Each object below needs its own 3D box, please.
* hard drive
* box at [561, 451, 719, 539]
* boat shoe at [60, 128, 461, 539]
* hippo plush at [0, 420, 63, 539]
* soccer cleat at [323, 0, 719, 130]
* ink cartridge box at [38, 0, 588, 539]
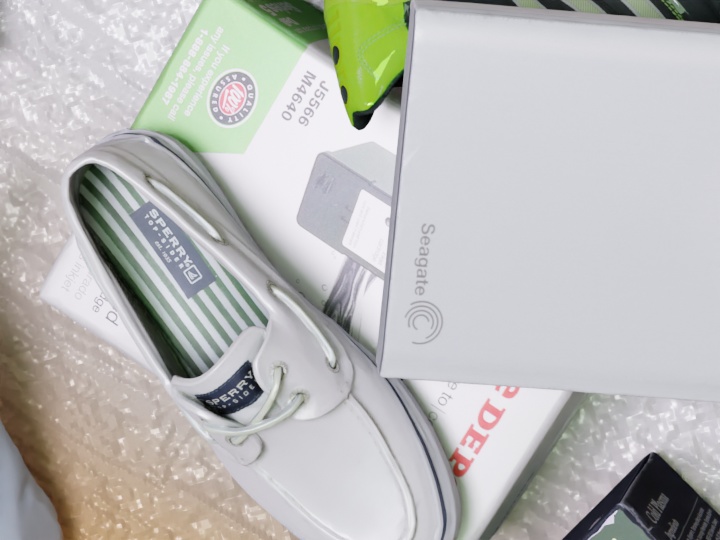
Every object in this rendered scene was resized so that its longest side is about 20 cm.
[{"bbox_3d":[0.111,-0.020,0.748,0.199,0.027,0.133,4,107,-3],"label":"hard drive"},{"bbox_3d":[0.104,0.208,0.829,0.182,0.104,0.200,45,104,5],"label":"box"},{"bbox_3d":[-0.044,0.037,0.779,0.074,0.067,0.200,-43,86,16],"label":"boat shoe"},{"bbox_3d":[-0.234,0.084,0.873,0.160,0.159,0.201,0,115,26],"label":"hippo plush"},{"bbox_3d":[0.083,-0.078,0.791,0.199,0.068,0.081,2,74,-14],"label":"soccer cleat"},{"bbox_3d":[0.000,0.000,0.842,0.200,0.084,0.146,33,104,8],"label":"ink cartridge box"}]
